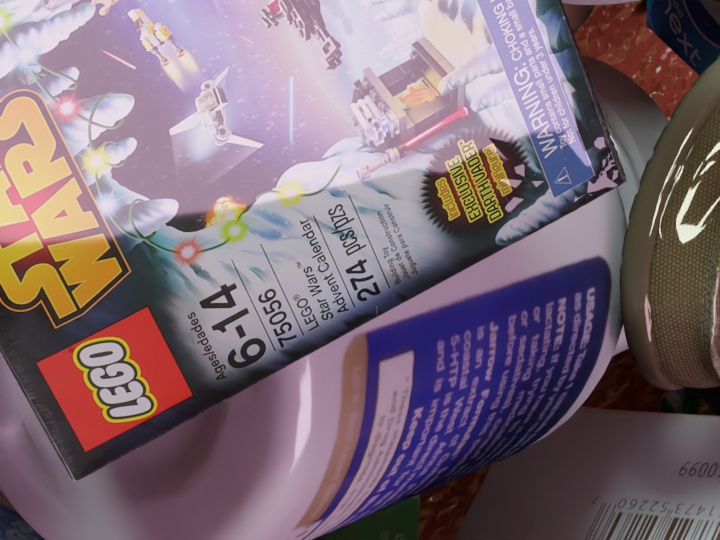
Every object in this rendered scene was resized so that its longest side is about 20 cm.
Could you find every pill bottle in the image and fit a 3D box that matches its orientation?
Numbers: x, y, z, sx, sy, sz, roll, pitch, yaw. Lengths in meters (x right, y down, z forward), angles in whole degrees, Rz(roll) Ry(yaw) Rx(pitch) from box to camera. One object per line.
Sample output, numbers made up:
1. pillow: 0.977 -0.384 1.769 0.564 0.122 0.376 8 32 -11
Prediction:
1. pill bottle: 0.000 0.000 0.747 0.199 0.120 0.120 -16 138 -51

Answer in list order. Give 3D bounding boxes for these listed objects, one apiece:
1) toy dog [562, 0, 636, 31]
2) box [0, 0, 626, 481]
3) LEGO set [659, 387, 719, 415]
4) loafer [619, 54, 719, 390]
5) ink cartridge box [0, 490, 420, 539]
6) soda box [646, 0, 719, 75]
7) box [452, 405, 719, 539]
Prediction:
1. toy dog: 0.044 -0.117 0.705 0.131 0.097 0.200 -3 176 11
2. box: -0.040 -0.070 0.565 0.136 0.040 0.201 -28 125 -5
3. LEGO set: 0.181 0.051 0.946 0.115 0.154 0.201 -28 144 -16
4. loafer: 0.145 -0.042 0.754 0.200 0.067 0.076 -48 138 -14
5. ink cartridge box: -0.088 0.123 0.837 0.199 0.088 0.146 -23 138 -24
6. soda box: 0.184 -0.113 0.852 0.199 0.068 0.064 -23 137 -21
7. box: 0.129 0.144 0.857 0.200 0.152 0.107 54 53 -36
